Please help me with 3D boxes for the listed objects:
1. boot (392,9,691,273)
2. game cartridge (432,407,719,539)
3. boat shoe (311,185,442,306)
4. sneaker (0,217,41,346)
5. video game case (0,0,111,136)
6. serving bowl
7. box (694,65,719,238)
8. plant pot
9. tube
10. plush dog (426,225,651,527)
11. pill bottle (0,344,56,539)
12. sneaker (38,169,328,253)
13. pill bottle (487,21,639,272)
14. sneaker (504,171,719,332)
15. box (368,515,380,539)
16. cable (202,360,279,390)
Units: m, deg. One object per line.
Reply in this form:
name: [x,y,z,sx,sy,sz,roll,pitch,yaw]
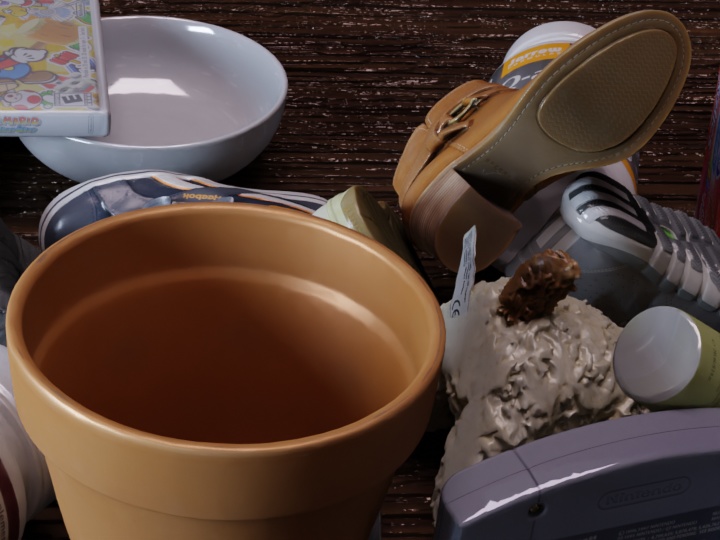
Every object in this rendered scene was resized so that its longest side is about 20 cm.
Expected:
boot: [0.096,-0.093,1.159,0.200,0.074,0.155,-41,19,5]
game cartridge: [0.126,0.132,0.963,0.199,0.134,0.042,-8,35,-20]
boat shoe: [0.001,0.002,1.149,0.063,0.201,0.073,-29,78,7]
sneaker: [-0.241,-0.002,1.152,0.104,0.060,0.200,41,15,-25]
video game case: [-0.266,-0.147,1.327,0.181,0.023,0.200,-1,33,-10]
serving bowl: [-0.151,-0.107,1.364,0.199,0.066,0.200,3,32,-2]
box: [0.283,-0.091,1.269,0.099,0.201,0.096,6,31,1]
plant pot: [-0.065,0.077,0.914,0.199,0.141,0.200,4,33,-2]
tube: [0.204,0.072,1.026,0.200,0.058,0.052,30,16,-47]
plush dog: [0.125,0.072,1.070,0.171,0.161,0.200,19,26,-29]
pill bottle: [-0.236,0.121,0.950,0.114,0.115,0.200,21,36,24]
sneaker: [-0.100,-0.017,1.212,0.199,0.079,0.079,-1,21,-11]
pill bottle: [0.133,-0.087,1.323,0.116,0.117,0.200,8,33,5]
sneaker: [0.164,0.017,1.206,0.200,0.115,0.075,27,30,-37]
box: [-0.058,0.140,0.998,0.136,0.040,0.200,4,32,-4]
cable: [-0.069,0.035,1.096,0.162,0.051,0.200,1,2,3]
